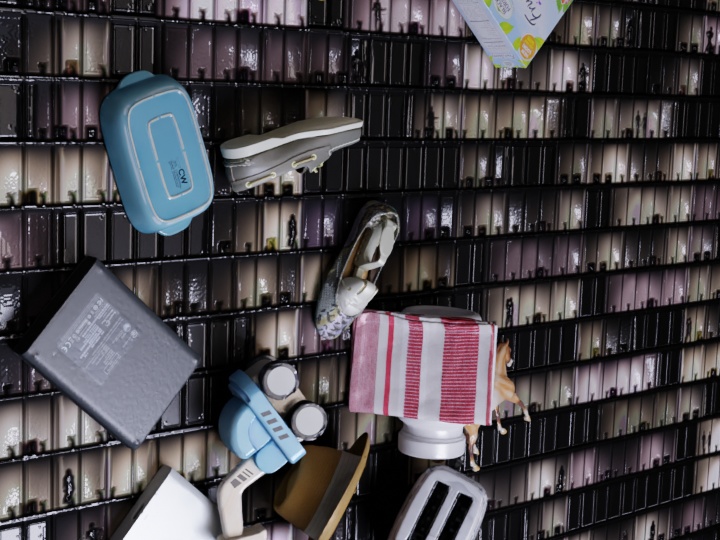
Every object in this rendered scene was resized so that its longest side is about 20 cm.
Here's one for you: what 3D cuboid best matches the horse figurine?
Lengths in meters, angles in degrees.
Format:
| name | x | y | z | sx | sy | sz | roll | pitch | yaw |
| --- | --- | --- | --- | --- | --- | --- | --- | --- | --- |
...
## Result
| name | x | y | z | sx | sy | sz | roll | pitch | yaw |
| --- | --- | --- | --- | --- | --- | --- | --- | --- | --- |
| horse figurine | 0.181 | 0.208 | 1.961 | 0.200 | 0.050 | 0.133 | -36 | 119 | -31 |

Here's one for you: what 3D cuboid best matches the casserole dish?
| name | x | y | z | sx | sy | sz | roll | pitch | yaw |
| --- | --- | --- | --- | --- | --- | --- | --- | --- | --- |
| casserole dish | -0.232 | -0.135 | 1.552 | 0.121 | 0.039 | 0.201 | -27 | 115 | -34 |

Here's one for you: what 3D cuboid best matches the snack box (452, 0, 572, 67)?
| name | x | y | z | sx | sy | sz | roll | pitch | yaw |
| --- | --- | --- | --- | --- | --- | --- | --- | --- | --- |
| snack box | 0.208 | -0.414 | 1.865 | 0.169 | 0.068 | 0.200 | -54 | 126 | -21 |

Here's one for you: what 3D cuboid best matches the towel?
| name | x | y | z | sx | sy | sz | roll | pitch | yaw |
| --- | --- | --- | --- | --- | --- | --- | --- | --- | --- |
| towel | 0.081 | 0.130 | 1.776 | 0.023 | 0.199 | 0.145 | -20 | 114 | -71 |

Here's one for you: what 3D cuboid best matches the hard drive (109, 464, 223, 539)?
| name | x | y | z | sx | sy | sz | roll | pitch | yaw |
| --- | --- | --- | --- | --- | --- | --- | --- | --- | --- |
| hard drive | -0.217 | 0.353 | 1.656 | 0.200 | 0.026 | 0.132 | 49 | 66 | -34 |

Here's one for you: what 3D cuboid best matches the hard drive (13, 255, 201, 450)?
| name | x | y | z | sx | sy | sz | roll | pitch | yaw |
| --- | --- | --- | --- | --- | --- | --- | --- | --- | --- |
| hard drive | -0.290 | 0.099 | 1.545 | 0.200 | 0.033 | 0.140 | 49 | 66 | -35 |

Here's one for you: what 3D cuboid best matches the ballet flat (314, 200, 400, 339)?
| name | x | y | z | sx | sy | sz | roll | pitch | yaw |
| --- | --- | --- | --- | --- | --- | --- | --- | --- | --- |
| ballet flat | 0.000 | 0.000 | 1.756 | 0.072 | 0.072 | 0.201 | 31 | 77 | -40 |

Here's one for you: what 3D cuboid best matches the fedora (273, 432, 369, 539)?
| name | x | y | z | sx | sy | sz | roll | pitch | yaw |
| --- | --- | --- | --- | --- | --- | --- | --- | --- | --- |
| fedora | -0.058 | 0.281 | 1.713 | 0.082 | 0.201 | 0.201 | 28 | 76 | -3 |

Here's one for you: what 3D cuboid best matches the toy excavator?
| name | x | y | z | sx | sy | sz | roll | pitch | yaw |
| --- | --- | --- | --- | --- | --- | --- | --- | --- | --- |
| toy excavator | -0.134 | 0.230 | 1.657 | 0.200 | 0.100 | 0.195 | -37 | 104 | -12 |

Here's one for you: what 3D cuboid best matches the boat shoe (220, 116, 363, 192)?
| name | x | y | z | sx | sy | sz | roll | pitch | yaw |
| --- | --- | --- | --- | --- | --- | --- | --- | --- | --- |
| boat shoe | -0.083 | -0.150 | 1.659 | 0.201 | 0.072 | 0.060 | -18 | 111 | -31 |

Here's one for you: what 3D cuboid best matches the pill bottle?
| name | x | y | z | sx | sy | sz | roll | pitch | yaw |
| --- | --- | --- | --- | --- | --- | --- | --- | --- | --- |
| pill bottle | 0.105 | 0.155 | 1.843 | 0.116 | 0.116 | 0.201 | -1 | 99 | -41 |

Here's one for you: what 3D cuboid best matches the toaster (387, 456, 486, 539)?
| name | x | y | z | sx | sy | sz | roll | pitch | yaw |
| --- | --- | --- | --- | --- | --- | --- | --- | --- | --- |
| toaster | 0.110 | 0.350 | 1.840 | 0.200 | 0.113 | 0.129 | -61 | 173 | -10 |
